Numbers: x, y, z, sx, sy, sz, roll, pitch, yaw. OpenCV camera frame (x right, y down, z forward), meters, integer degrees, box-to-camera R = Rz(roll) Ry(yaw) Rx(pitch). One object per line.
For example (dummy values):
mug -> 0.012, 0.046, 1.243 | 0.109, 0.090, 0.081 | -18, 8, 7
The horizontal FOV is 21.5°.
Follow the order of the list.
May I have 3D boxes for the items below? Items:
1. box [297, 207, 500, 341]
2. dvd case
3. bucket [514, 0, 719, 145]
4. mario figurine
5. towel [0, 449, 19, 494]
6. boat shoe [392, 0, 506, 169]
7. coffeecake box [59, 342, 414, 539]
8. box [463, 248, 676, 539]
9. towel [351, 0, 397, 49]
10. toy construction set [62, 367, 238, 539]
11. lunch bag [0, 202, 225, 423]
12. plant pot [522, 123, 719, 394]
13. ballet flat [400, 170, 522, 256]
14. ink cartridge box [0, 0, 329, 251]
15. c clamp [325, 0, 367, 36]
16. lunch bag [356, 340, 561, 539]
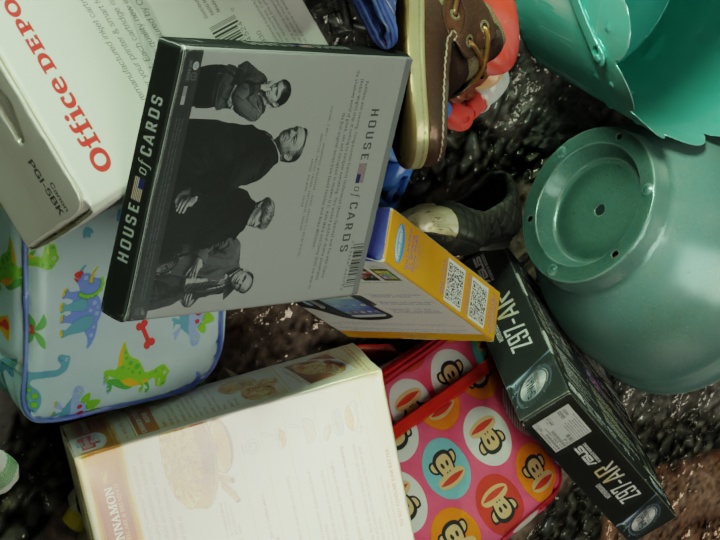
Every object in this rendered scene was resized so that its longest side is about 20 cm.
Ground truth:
box -> 0.000, 0.000, 1.248 | 0.200, 0.118, 0.042 | 38, 58, -56
dvd case -> -0.053, -0.051, 1.050 | 0.199, 0.025, 0.152 | -6, 114, -53
bucket -> 0.216, -0.202, 1.341 | 0.206, 0.134, 0.209 | -20, 124, -33
mario figurine -> 0.029, -0.121, 1.286 | 0.201, 0.106, 0.123 | -54, 172, 10
towel -> -0.299, 0.088, 1.051 | 0.148, 0.031, 0.200 | -21, 141, 11
boat shoe -> 0.056, -0.148, 1.175 | 0.071, 0.202, 0.072 | 7, 143, -6
coffeecake box -> -0.074, 0.151, 1.201 | 0.198, 0.073, 0.155 | -15, 105, -13
box -> 0.155, 0.092, 1.426 | 0.043, 0.161, 0.200 | -32, 136, 11
towel -> -0.002, -0.242, 1.115 | 0.024, 0.201, 0.145 | -14, 131, 18
toy construction set -> -0.122, 0.148, 1.267 | 0.131, 0.092, 0.201 | 33, 81, -21
lunch bag -> -0.155, -0.014, 1.161 | 0.160, 0.082, 0.202 | -13, 119, -35
plant pot -> 0.202, -0.026, 1.381 | 0.134, 0.200, 0.202 | 27, 94, -41
ballet flat -> 0.064, -0.039, 1.318 | 0.200, 0.066, 0.058 | -11, 100, -71
ink cartridge box -> -0.132, -0.124, 1.053 | 0.199, 0.083, 0.148 | -34, 95, -38
c clamp -> -0.037, -0.231, 1.095 | 0.171, 0.027, 0.202 | -21, 99, -72
lunch bag -> 0.038, 0.130, 1.359 | 0.199, 0.082, 0.177 | -31, 90, -42
